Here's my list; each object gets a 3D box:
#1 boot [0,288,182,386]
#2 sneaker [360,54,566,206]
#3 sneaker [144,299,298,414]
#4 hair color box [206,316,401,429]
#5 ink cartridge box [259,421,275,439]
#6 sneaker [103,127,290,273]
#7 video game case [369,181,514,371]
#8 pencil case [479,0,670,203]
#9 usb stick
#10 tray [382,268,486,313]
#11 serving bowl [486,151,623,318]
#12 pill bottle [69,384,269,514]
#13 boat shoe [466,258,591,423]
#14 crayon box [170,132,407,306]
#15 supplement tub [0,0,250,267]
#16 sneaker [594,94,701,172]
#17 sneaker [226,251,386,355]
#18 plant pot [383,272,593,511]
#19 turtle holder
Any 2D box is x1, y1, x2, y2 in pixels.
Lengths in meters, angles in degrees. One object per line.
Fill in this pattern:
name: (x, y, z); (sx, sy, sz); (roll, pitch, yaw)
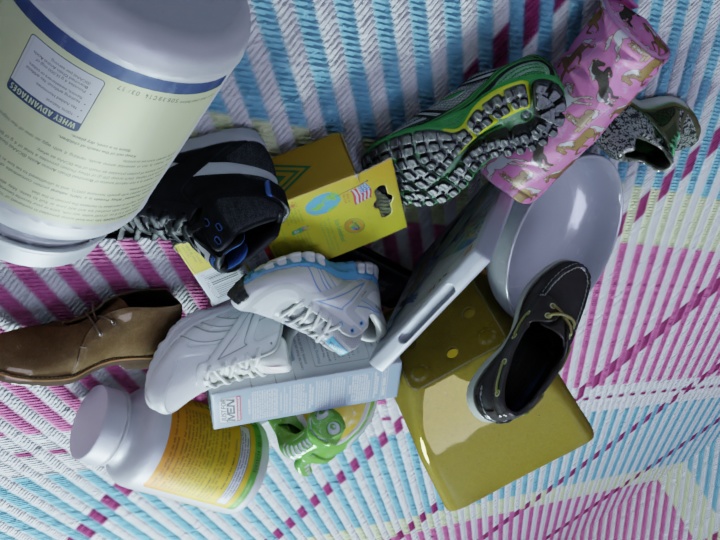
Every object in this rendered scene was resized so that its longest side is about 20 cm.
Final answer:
boot: (-0.252, 0.054, 0.903); (0.200, 0.074, 0.076); (-8, 135, -46)
sneaker: (0.091, -0.123, 0.873); (0.200, 0.085, 0.078); (-22, 121, 25)
sneaker: (-0.117, 0.075, 0.953); (0.200, 0.099, 0.078); (-42, 152, -18)
hair color box: (-0.066, 0.096, 1.043); (0.200, 0.099, 0.061); (-8, 135, -14)
ink cartridge box: (-0.171, 0.213, 1.281); (0.162, 0.050, 0.200); (-26, 170, -3)
sneaker: (-0.152, -0.040, 0.766); (0.200, 0.112, 0.073); (-19, 151, -15)
video game case: (0.090, -0.011, 0.991); (0.182, 0.022, 0.200); (-50, -174, 37)
pencil case: (0.189, -0.153, 0.894); (0.200, 0.087, 0.083); (-48, 169, 34)
usb stick: (0.000, 0.000, 1.054); (0.055, 0.033, 0.200); (-42, 149, 14)
tray: (0.067, 0.063, 1.216); (0.099, 0.037, 0.200); (8, 138, -48)
serving bowl: (0.202, -0.040, 1.076); (0.200, 0.066, 0.200); (-25, 129, -35)
pill bottle: (-0.210, 0.193, 1.084); (0.200, 0.111, 0.111); (25, 126, -33)
boat shoe: (0.185, 0.070, 0.999); (0.201, 0.072, 0.061); (-55, -163, -19)
crayon box: (-0.063, -0.049, 0.884); (0.200, 0.051, 0.127); (-21, 152, -2)
supplement tub: (-0.172, -0.110, 0.594); (0.145, 0.145, 0.200); (2, 141, -43)
sneaker: (0.299, -0.131, 1.025); (0.200, 0.089, 0.077); (-1, 143, -41)
sneaker: (-0.036, 0.036, 0.910); (0.075, 0.087, 0.200); (-31, 159, 34)
plant pot: (0.121, 0.116, 1.126); (0.194, 0.196, 0.200); (-29, 136, 4)
turtle holder: (-0.051, 0.144, 1.128); (0.132, 0.141, 0.185); (-35, 164, 13)
